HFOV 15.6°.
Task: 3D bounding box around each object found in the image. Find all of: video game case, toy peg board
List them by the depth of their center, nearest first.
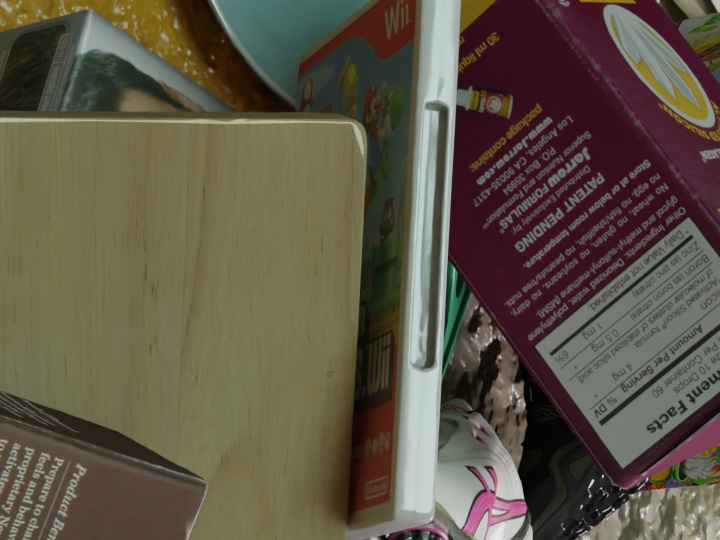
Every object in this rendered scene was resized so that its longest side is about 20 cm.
[{"bbox_3d":[-0.111,0.040,0.930,0.198,0.098,0.202,-1,100,-23],"label":"toy peg board"},{"bbox_3d":[0.000,0.000,0.984,0.017,0.143,0.202,8,77,-19],"label":"video game case"}]

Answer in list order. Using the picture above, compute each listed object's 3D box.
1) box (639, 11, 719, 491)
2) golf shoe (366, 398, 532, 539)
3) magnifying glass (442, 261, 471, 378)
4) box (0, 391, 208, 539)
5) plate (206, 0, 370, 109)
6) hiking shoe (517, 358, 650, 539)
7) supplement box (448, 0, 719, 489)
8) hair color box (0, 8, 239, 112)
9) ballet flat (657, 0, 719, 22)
[{"bbox_3d":[0.197,-0.016,1.243,0.122,0.192,0.201,-34,108,-48],"label":"box"},{"bbox_3d":[0.025,0.096,1.104,0.200,0.072,0.093,48,41,-68],"label":"golf shoe"},{"bbox_3d":[0.039,-0.002,1.144,0.200,0.022,0.080,-51,149,-63],"label":"magnifying glass"},{"bbox_3d":[-0.157,0.075,0.811,0.199,0.075,0.101,23,90,-32],"label":"box"},{"bbox_3d":[-0.016,-0.160,1.160,0.199,0.025,0.202,10,76,-47],"label":"plate"},{"bbox_3d":[0.102,0.034,1.201,0.076,0.100,0.201,-4,125,-60],"label":"hiking shoe"},{"bbox_3d":[0.104,-0.027,1.080,0.200,0.103,0.131,54,24,12],"label":"supplement box"},{"bbox_3d":[-0.069,-0.009,1.052,0.200,0.060,0.100,33,61,-39],"label":"hair color box"},{"bbox_3d":[0.148,-0.153,1.315,0.200,0.069,0.070,40,56,-37],"label":"ballet flat"}]
